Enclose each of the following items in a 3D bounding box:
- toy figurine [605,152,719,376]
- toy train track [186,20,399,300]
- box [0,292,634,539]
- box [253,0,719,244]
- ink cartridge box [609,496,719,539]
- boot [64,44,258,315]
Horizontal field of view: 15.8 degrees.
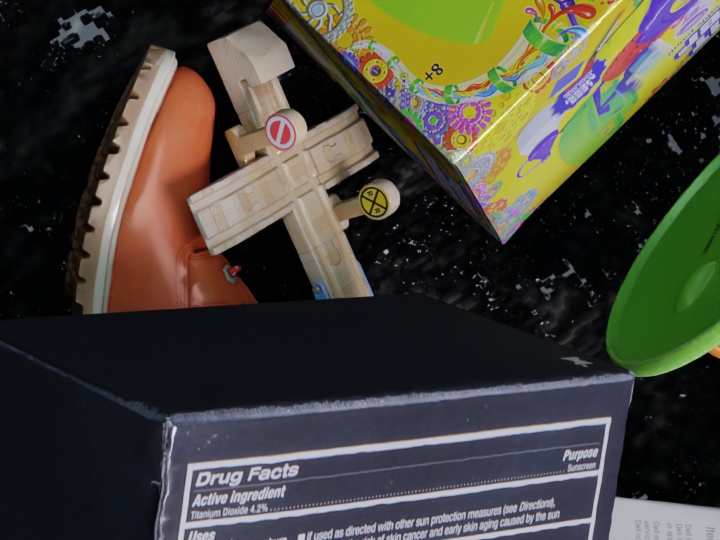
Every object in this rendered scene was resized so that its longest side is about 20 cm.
[{"bbox_3d":[0.220,0.016,0.983,0.184,0.150,0.200,40,57,-13],"label":"toy figurine"},{"bbox_3d":[0.000,0.000,0.967,0.033,0.115,0.200,-17,101,37],"label":"toy train track"},{"bbox_3d":[-0.028,0.118,0.867,0.200,0.123,0.199,-3,107,-40],"label":"box"},{"bbox_3d":[0.050,-0.155,0.940,0.200,0.122,0.193,-45,73,-1],"label":"box"},{"bbox_3d":[0.176,0.169,0.928,0.200,0.088,0.145,5,47,-3],"label":"ink cartridge box"},{"bbox_3d":[-0.061,0.019,0.972,0.107,0.075,0.200,7,91,-7],"label":"boot"}]
